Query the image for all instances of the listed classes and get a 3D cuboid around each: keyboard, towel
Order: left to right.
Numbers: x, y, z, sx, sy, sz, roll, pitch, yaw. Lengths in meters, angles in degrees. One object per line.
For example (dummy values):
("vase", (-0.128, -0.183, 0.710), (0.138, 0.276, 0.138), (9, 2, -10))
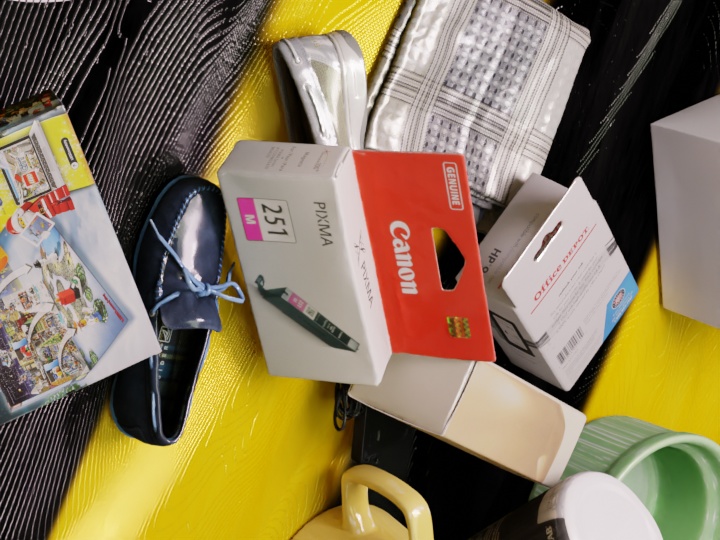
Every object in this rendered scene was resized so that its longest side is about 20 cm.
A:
("keyboard", (0.008, 0.054, 1.538), (0.104, 0.040, 0.200), (-20, 120, -54))
("towel", (0.090, -0.138, 1.530), (0.193, 0.035, 0.200), (23, 90, -41))

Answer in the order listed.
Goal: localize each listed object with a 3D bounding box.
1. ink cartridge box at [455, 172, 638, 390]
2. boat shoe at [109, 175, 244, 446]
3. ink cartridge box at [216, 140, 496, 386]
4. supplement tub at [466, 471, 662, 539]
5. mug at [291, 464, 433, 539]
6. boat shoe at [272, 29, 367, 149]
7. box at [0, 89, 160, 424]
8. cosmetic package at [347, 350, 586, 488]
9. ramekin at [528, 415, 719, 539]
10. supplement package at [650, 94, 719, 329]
("ink cartridge box", (0.152, 0.002, 1.571), (0.116, 0.068, 0.200), (-54, 146, -12))
("boat shoe", (-0.125, 0.033, 1.393), (0.084, 0.069, 0.200), (-1, 105, -39))
("ink cartridge box", (0.000, 0.000, 1.388), (0.044, 0.174, 0.200), (-63, 150, -45))
("supplement tub", (0.150, 0.261, 1.598), (0.123, 0.200, 0.123), (24, 47, -29))
("mug", (0.017, 0.273, 1.533), (0.149, 0.153, 0.187), (-45, 127, -17))
("boat shoe", (-0.032, -0.079, 1.431), (0.065, 0.074, 0.202), (-9, 111, -25))
("box", (-0.233, -0.005, 1.283), (0.137, 0.038, 0.200), (-24, 120, -11))
("cosmetic package", (0.090, 0.110, 1.543), (0.200, 0.105, 0.071), (29, 84, -52))
("ramekin", (0.244, 0.230, 1.735), (0.200, 0.098, 0.200), (-14, 113, -35))
("supplement package", (0.388, -0.063, 1.718), (0.200, 0.147, 0.191), (-23, 118, -31))
